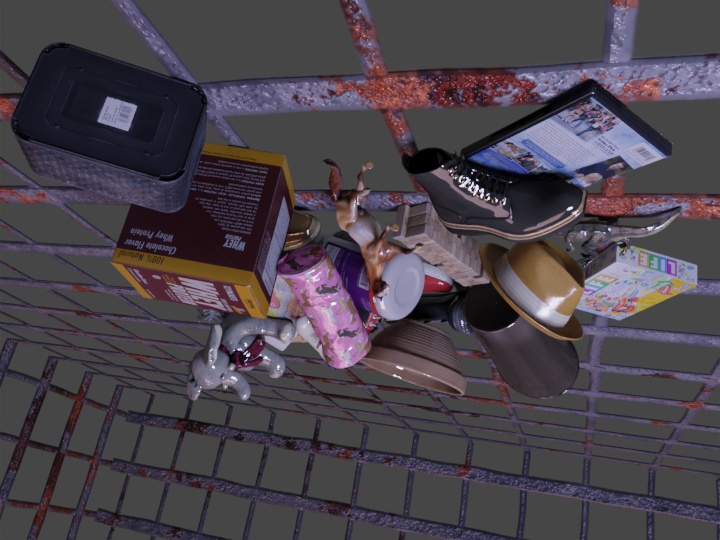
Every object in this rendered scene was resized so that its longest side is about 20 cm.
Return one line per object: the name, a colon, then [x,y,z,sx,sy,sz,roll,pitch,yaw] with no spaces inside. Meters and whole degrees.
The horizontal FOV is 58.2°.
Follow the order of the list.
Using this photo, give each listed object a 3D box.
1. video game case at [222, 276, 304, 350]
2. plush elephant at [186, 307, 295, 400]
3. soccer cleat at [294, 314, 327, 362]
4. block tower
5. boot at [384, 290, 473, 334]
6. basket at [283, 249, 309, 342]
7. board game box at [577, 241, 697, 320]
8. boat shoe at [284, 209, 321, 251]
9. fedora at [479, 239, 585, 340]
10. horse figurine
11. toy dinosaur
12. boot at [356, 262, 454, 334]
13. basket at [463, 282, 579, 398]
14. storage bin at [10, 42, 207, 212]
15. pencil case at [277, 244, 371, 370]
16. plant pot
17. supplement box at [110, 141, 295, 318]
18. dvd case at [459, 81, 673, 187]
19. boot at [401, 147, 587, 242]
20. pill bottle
video game case: [-0.175,0.050,1.141,0.180,0.023,0.200,32,137,-10]
plush elephant: [-0.228,0.154,1.138,0.198,0.156,0.165,27,139,-6]
soccer cleat: [-0.056,0.118,1.125,0.068,0.079,0.200,-25,158,7]
block tower: [0.136,-0.036,1.007,0.057,0.055,0.199,-11,149,44]
boot: [0.128,0.074,1.196,0.197,0.067,0.164,-1,-174,33]
basket: [-0.121,0.056,1.247,0.197,0.145,0.149,20,158,-20]
board game box: [0.412,0.023,1.032,0.132,0.035,0.200,15,158,-6]
boat shoe: [-0.160,-0.079,1.047,0.197,0.072,0.076,1,144,26]
fedora: [0.267,0.010,0.944,0.198,0.202,0.082,23,120,-26]
horse figurine: [0.009,-0.066,0.909,0.201,0.050,0.132,56,149,5]
toy dinosaur: [0.336,-0.046,0.895,0.197,0.048,0.088,-3,148,25]
boot: [0.063,0.056,1.150,0.196,0.147,0.073,7,158,11]
basket: [0.263,0.102,1.095,0.200,0.136,0.180,47,179,-41]
storage bin: [-0.297,-0.171,0.790,0.197,0.137,0.094,16,158,-9]
pencil case: [-0.054,0.056,0.993,0.085,0.083,0.202,-25,120,-2]
plant pot: [0.102,0.146,1.148,0.198,0.094,0.201,19,167,5]
supplement box: [-0.215,-0.061,0.931,0.194,0.203,0.133,9,158,5]
dvd case: [0.232,-0.138,0.754,0.141,0.018,0.199,25,156,-28]
boot: [0.155,-0.099,0.776,0.198,0.079,0.138,-5,148,37]
pill bottle: [0.000,0.000,1.050,0.198,0.114,0.112,20,168,39]
